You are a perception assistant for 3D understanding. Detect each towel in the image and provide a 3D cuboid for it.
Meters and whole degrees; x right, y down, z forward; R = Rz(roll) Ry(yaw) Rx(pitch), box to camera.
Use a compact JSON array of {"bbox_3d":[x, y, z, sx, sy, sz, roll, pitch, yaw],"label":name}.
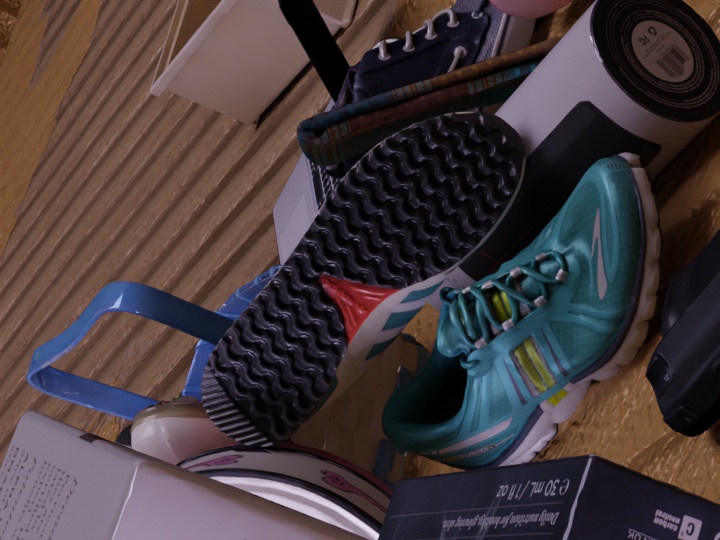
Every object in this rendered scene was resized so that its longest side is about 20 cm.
[{"bbox_3d":[0.037,-0.088,1.387,0.200,0.146,0.022,-78,-31,-89],"label":"towel"}]

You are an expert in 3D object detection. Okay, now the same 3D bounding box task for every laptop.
[{"bbox_3d":[-0.055,-0.105,1.799,0.201,0.115,0.188,-61,16,20],"label":"laptop"}]

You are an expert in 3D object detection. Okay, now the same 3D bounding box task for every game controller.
[{"bbox_3d":[0.182,-0.020,1.072,0.200,0.042,0.105,-54,6,37],"label":"game controller"}]

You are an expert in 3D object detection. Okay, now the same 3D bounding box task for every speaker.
[{"bbox_3d":[0.097,-0.053,1.294,0.200,0.081,0.082,-47,25,48],"label":"speaker"}]

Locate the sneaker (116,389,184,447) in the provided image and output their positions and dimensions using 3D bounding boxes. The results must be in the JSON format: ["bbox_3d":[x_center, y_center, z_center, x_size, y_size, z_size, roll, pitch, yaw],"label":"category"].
[{"bbox_3d":[-0.104,0.112,1.762,0.200,0.074,0.085,-4,58,63],"label":"sneaker"}]

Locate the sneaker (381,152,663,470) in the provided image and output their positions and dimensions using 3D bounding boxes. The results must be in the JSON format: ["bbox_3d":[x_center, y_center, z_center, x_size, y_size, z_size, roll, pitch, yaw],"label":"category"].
[{"bbox_3d":[0.078,0.026,1.232,0.200,0.079,0.078,-58,36,35],"label":"sneaker"}]

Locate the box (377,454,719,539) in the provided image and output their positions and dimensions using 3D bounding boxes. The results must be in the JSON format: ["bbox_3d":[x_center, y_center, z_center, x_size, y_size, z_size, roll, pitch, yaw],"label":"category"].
[{"bbox_3d":[0.068,0.185,0.988,0.200,0.123,0.198,-21,50,69],"label":"box"}]

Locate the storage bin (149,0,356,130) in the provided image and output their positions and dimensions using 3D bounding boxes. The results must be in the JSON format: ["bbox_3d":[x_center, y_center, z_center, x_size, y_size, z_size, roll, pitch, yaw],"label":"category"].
[{"bbox_3d":[-0.068,-0.247,2.079,0.200,0.093,0.200,-43,29,56],"label":"storage bin"}]

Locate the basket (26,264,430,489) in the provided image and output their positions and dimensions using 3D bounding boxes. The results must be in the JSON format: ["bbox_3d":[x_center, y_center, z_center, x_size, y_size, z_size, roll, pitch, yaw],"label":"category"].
[{"bbox_3d":[-0.074,0.066,1.463,0.176,0.199,0.140,-35,35,63],"label":"basket"}]

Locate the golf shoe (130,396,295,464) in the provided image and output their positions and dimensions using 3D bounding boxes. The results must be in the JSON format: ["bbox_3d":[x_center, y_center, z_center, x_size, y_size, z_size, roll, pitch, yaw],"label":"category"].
[{"bbox_3d":[-0.050,0.143,1.329,0.072,0.200,0.092,-20,40,28],"label":"golf shoe"}]

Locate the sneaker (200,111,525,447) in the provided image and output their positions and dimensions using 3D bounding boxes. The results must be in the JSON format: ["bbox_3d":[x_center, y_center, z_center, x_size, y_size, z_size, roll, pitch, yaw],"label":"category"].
[{"bbox_3d":[0.000,0.001,1.270,0.200,0.070,0.093,-48,-1,1],"label":"sneaker"}]

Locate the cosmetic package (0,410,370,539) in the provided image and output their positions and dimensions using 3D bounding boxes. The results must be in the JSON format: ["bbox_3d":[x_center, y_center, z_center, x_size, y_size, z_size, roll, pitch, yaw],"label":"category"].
[{"bbox_3d":[-0.058,0.160,0.912,0.166,0.164,0.200,-69,18,-6],"label":"cosmetic package"}]

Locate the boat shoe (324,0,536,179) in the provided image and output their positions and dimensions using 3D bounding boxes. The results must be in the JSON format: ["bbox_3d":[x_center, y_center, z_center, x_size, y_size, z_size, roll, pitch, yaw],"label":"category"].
[{"bbox_3d":[0.044,-0.127,1.535,0.075,0.092,0.201,131,158,-65],"label":"boat shoe"}]

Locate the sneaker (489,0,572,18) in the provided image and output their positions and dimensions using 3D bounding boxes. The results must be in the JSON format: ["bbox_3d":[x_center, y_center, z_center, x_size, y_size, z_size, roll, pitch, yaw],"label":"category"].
[{"bbox_3d":[0.121,-0.188,1.411,0.200,0.075,0.105,-47,20,41],"label":"sneaker"}]

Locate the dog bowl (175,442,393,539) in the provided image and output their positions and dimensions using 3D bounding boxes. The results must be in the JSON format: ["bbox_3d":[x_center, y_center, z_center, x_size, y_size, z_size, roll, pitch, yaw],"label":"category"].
[{"bbox_3d":[-0.044,0.172,1.261,0.201,0.199,0.074,-59,1,26],"label":"dog bowl"}]
